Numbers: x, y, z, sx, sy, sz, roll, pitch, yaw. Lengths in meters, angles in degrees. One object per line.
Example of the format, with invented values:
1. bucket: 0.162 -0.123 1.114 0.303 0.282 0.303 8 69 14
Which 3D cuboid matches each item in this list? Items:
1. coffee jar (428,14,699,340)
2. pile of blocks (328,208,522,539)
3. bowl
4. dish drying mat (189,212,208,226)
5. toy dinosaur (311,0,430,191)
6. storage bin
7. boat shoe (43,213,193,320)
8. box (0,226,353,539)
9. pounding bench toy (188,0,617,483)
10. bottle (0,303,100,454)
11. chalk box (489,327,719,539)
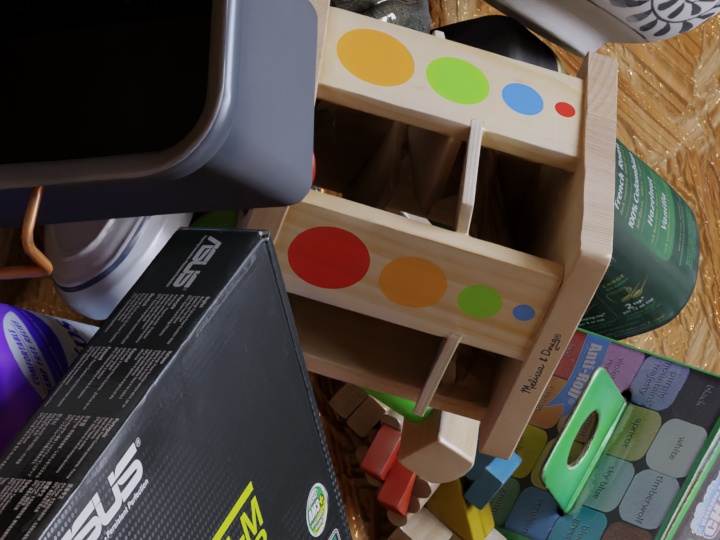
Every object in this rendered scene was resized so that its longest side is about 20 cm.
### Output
1. coffee jar: 0.081 -0.043 1.459 0.200 0.104 0.085 43 43 -47
2. pile of blocks: 0.026 0.066 1.371 0.062 0.082 0.200 -46 122 -51
3. bowl: 0.093 -0.161 1.389 0.201 0.201 0.094 29 94 -53
4. dish drying mat: -0.076 0.020 1.260 0.077 0.018 0.200 53 36 -72
5. toy dinosaur: -0.001 -0.120 1.298 0.102 0.077 0.200 -23 105 -43
6. storage bin: -0.111 -0.063 1.085 0.134 0.200 0.146 30 59 -63
7. boat shoe: -0.106 -0.074 1.210 0.067 0.073 0.200 41 39 -37
8. box: -0.069 0.116 1.098 0.200 0.047 0.193 -54 141 -48
9. pounding bench toy: 0.000 0.000 1.249 0.124 0.156 0.200 -83 -169 -46
10. bottle: -0.133 0.053 1.123 0.200 0.065 0.084 18 36 -55
11. chalk box: 0.138 0.114 1.473 0.200 0.124 0.125 44 72 -45
